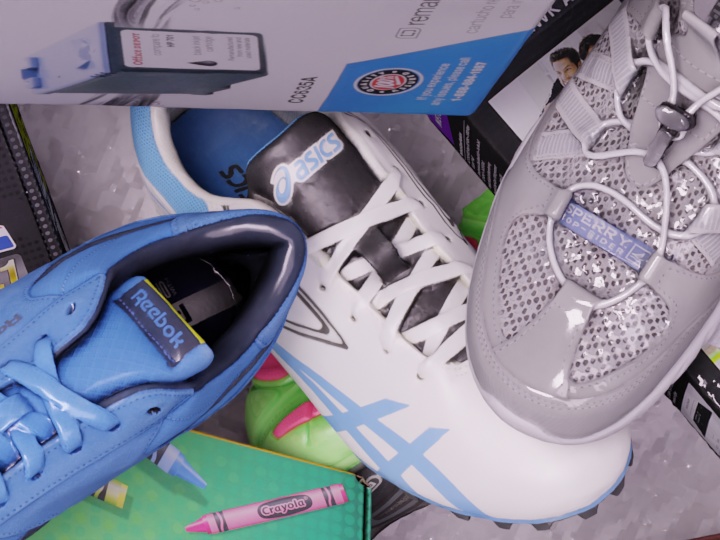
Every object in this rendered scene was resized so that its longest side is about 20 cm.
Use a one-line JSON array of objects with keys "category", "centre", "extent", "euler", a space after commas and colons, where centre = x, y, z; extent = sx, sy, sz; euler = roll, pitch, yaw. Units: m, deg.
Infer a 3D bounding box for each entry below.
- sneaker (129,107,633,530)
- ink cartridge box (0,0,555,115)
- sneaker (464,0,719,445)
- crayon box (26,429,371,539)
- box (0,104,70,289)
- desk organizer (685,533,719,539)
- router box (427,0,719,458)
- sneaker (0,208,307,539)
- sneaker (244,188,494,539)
[{"category": "sneaker", "centre": [0.000, 0.000, 0.820], "extent": [0.072, 0.073, 0.200], "euler": [-41, 66, -13]}, {"category": "ink cartridge box", "centre": [-0.053, -0.101, 0.704], "extent": [0.199, 0.146, 0.086], "euler": [-1, 75, -11]}, {"category": "sneaker", "centre": [0.085, -0.048, 0.761], "extent": [0.075, 0.082, 0.200], "euler": [26, 86, 13]}, {"category": "crayon box", "centre": [-0.111, 0.084, 0.829], "extent": [0.200, 0.119, 0.058], "euler": [17, 58, -27]}, {"category": "box", "centre": [-0.193, -0.008, 0.827], "extent": [0.199, 0.044, 0.160], "euler": [-17, 131, -3]}, {"category": "desk organizer", "centre": [0.066, 0.141, 0.875], "extent": [0.199, 0.077, 0.072], "euler": [-13, 108, 20]}, {"category": "router box", "centre": [0.141, -0.062, 0.833], "extent": [0.200, 0.051, 0.149], "euler": [-38, 76, -7]}, {"category": "sneaker", "centre": [-0.092, 0.036, 0.739], "extent": [0.200, 0.078, 0.066], "euler": [-34, 90, -39]}, {"category": "sneaker", "centre": [0.058, 0.021, 0.893], "extent": [0.200, 0.077, 0.084], "euler": [-26, 135, -3]}]
